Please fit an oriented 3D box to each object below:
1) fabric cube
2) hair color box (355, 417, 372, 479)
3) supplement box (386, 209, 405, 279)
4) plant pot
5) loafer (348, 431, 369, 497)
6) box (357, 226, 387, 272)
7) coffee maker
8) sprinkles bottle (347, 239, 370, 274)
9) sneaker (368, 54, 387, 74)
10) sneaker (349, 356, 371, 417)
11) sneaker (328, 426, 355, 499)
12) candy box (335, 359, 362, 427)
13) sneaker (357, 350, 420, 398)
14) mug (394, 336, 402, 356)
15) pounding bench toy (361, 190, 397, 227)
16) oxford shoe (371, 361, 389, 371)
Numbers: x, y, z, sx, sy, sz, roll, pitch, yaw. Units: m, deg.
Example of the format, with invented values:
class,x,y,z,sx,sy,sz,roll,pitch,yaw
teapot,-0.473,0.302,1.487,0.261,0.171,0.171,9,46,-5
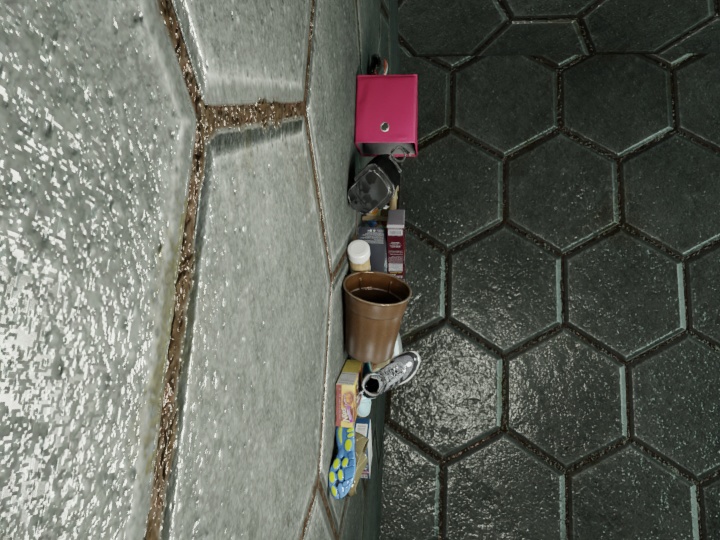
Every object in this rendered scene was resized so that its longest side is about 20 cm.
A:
class,x,y,z,sx,sy,sz,roll,pitch,yaw
fabric cube,0.087,-0.483,1.697,0.200,0.188,0.208,1,91,-83
hair color box,0.006,0.619,1.864,0.102,0.058,0.206,-78,168,-53
supplement box,0.120,-0.086,1.798,0.110,0.058,0.206,-79,169,-57
plant pot,0.037,0.137,1.519,0.201,0.192,0.205,-72,170,-66
loafer,-0.010,0.606,1.692,0.077,0.065,0.205,83,11,-52
box,0.045,-0.026,1.839,0.200,0.100,0.190,65,28,-74
coffee maker,0.052,-0.273,1.573,0.201,0.131,0.197,-68,-177,-69
sprinkles bottle,0.000,0.000,1.613,0.203,0.065,0.070,84,10,-51
sneaker,0.048,-0.675,1.921,0.081,0.075,0.208,21,68,-54
sneaker,0.003,0.350,1.636,0.082,0.071,0.209,179,-97,-70
sneaker,-0.039,0.500,1.403,0.203,0.068,0.085,-84,167,-49
candy box,-0.030,0.340,1.508,0.200,0.054,0.122,-51,143,-77
sneaker,0.078,0.292,1.478,0.077,0.197,0.114,57,7,12
mug,0.097,0.315,2.315,0.199,0.142,0.183,-171,-106,-67
pounding bench toy,0.077,-0.231,1.965,0.200,0.119,0.163,22,71,-83
oxford shoe,0.040,0.327,1.739,0.202,0.069,0.076,-52,156,-26
